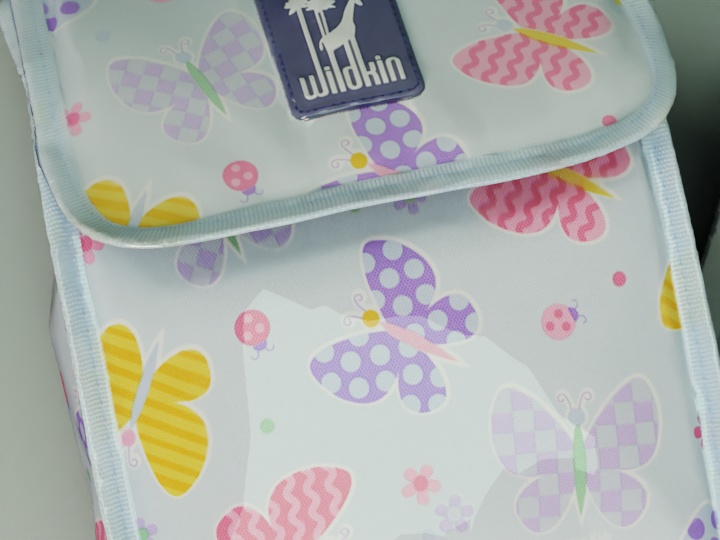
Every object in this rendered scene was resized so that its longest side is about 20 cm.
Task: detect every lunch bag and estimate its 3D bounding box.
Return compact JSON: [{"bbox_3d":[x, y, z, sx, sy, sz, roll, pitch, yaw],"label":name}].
[{"bbox_3d":[0.000,0.000,0.736,0.169,0.127,0.201,-9,87,-7],"label":"lunch bag"}]

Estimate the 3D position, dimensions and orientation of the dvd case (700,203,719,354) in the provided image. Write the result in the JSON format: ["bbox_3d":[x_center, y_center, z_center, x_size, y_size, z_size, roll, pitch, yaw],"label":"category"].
[{"bbox_3d":[0.188,0.014,0.720,0.199,0.151,0.025,24,54,11],"label":"dvd case"}]
